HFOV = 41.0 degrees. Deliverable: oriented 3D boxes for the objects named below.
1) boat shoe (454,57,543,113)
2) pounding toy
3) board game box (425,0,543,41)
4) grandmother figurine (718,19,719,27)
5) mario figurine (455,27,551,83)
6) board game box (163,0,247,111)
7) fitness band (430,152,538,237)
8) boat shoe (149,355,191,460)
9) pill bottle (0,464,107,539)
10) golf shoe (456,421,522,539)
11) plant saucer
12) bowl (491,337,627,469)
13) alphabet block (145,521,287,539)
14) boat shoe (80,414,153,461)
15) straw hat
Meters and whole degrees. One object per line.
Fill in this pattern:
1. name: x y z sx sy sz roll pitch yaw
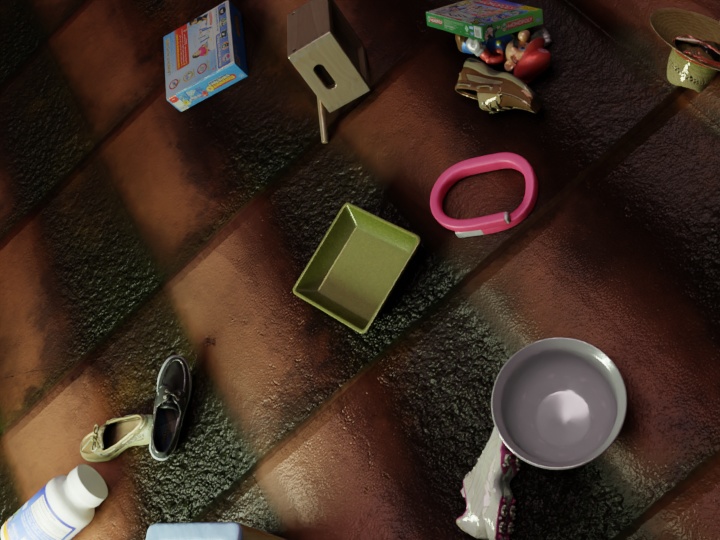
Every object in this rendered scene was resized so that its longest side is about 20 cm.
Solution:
1. boat shoe: 0.249 -0.322 1.759 0.074 0.075 0.200 -55 43 3
2. pounding toy: -0.070 -0.407 1.942 0.141 0.200 0.186 -25 41 19
3. board game box: 0.227 -0.470 1.789 0.133 0.030 0.200 -21 29 -20
4. grandmother figurine: 0.672 -0.368 1.523 0.121 0.061 0.201 -37 55 -1
5. mario figurine: 0.271 -0.424 1.770 0.199 0.106 0.124 33 84 40
6. board game box: -0.362 -0.498 2.231 0.193 0.056 0.203 -22 57 21
7. fitness band: 0.217 -0.136 1.703 0.197 0.037 0.146 -9 62 27
8. boat shoe: -0.362 0.260 1.840 0.067 0.057 0.204 9 73 -10
9. pill bottle: -0.586 0.469 1.856 0.200 0.112 0.113 -42 52 7
10. golf shoe: 0.196 0.311 1.474 0.090 0.075 0.203 -2 65 34
11. plant saucer: 0.000 0.000 1.764 0.199 0.048 0.202 27 83 38
12. bowl: 0.298 0.210 1.435 0.197 0.091 0.204 -8 60 13
13. alphabet block: -0.225 0.522 1.549 0.193 0.200 0.199 -7 64 29
14. boat shoe: -0.483 0.321 1.895 0.198 0.063 0.074 -24 57 21
15. straw hat: 0.542 -0.339 1.566 0.202 0.198 0.086 55 143 37
